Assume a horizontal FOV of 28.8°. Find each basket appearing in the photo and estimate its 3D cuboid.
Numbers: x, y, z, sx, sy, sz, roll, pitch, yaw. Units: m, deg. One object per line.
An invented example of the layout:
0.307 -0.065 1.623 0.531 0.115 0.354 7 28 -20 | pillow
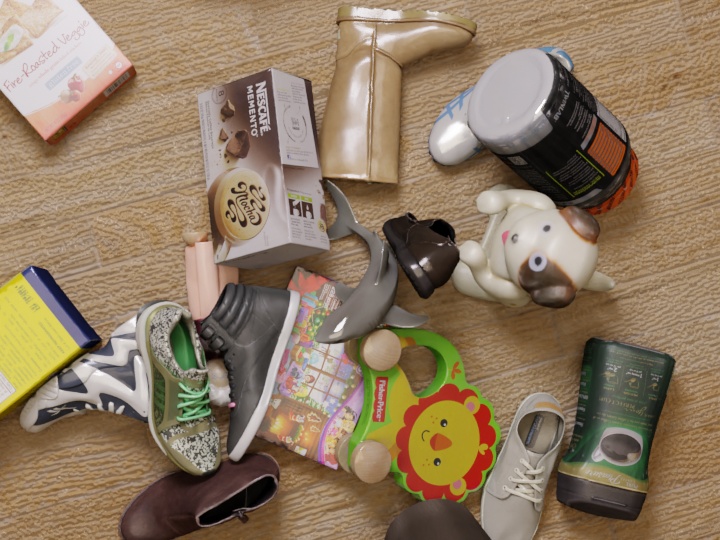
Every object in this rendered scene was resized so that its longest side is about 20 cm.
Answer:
0.104 0.354 1.533 0.179 0.200 0.137 -7 120 -10 | basket

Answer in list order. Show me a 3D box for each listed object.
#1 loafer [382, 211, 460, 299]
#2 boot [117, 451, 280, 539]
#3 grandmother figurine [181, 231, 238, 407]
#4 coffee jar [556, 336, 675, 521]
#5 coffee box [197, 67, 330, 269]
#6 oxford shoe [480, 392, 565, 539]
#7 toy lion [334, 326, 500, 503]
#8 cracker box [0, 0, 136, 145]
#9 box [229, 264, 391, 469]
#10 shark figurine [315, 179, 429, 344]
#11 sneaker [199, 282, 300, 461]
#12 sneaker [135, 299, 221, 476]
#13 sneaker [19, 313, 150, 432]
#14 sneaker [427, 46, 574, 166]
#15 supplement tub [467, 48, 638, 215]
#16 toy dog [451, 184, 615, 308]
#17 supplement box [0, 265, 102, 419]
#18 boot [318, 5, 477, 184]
0.076 -0.023 1.561 0.071 0.200 0.073 -31 109 3 | loafer
-0.182 0.257 1.548 0.199 0.166 0.073 -25 92 -4 | boot
-0.170 0.057 1.613 0.121 0.061 0.201 -6 86 5 | grandmother figurine
0.292 0.184 1.621 0.104 0.085 0.201 14 86 -6 | coffee jar
-0.109 -0.112 1.573 0.113 0.080 0.201 -13 78 33 | coffee box
0.189 0.240 1.627 0.075 0.058 0.201 17 89 -6 | oxford shoe
0.073 0.166 1.604 0.191 0.069 0.201 4 92 -23 | toy lion
-0.373 -0.263 1.612 0.134 0.058 0.200 -42 90 -4 | cracker box
-0.052 0.111 1.626 0.136 0.039 0.201 23 87 -3 | box
0.013 -0.013 1.566 0.127 0.090 0.215 0 45 -2 | shark figurine
-0.142 0.105 1.562 0.099 0.071 0.201 18 81 -11 | sneaker
-0.191 0.128 1.526 0.077 0.089 0.201 -17 92 -27 | sneaker
-0.278 0.151 1.591 0.199 0.079 0.130 -38 90 -5 | sneaker
0.161 -0.195 1.634 0.200 0.072 0.072 -37 92 -3 | sneaker
0.221 -0.149 1.573 0.200 0.122 0.123 35 85 -40 | supplement tub
0.199 -0.011 1.565 0.193 0.200 0.140 33 87 -1 | toy dog
-0.406 0.099 1.571 0.200 0.110 0.109 -38 90 -5 | supplement box
0.042 -0.199 1.634 0.174 0.066 0.201 5 87 9 | boot
